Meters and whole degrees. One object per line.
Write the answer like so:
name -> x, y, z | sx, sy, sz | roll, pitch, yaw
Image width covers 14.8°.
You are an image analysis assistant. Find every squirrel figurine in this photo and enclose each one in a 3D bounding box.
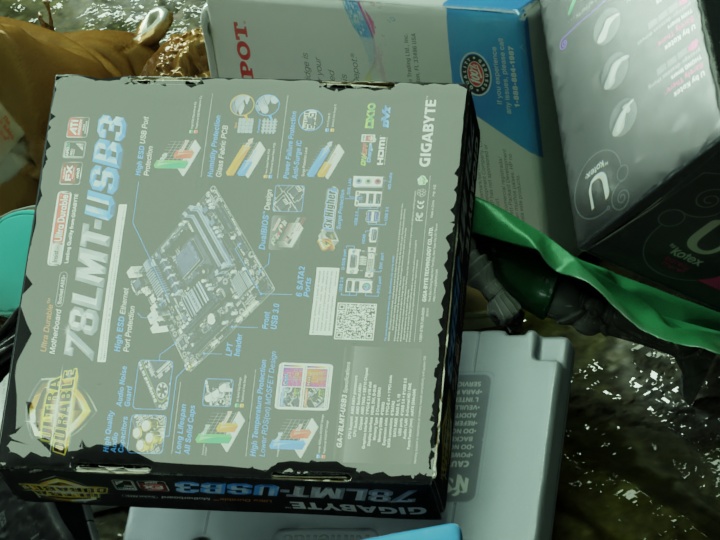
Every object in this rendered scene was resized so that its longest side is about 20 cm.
squirrel figurine -> -0.148, -0.086, 1.585 | 0.199, 0.142, 0.187 | 12, 16, 23

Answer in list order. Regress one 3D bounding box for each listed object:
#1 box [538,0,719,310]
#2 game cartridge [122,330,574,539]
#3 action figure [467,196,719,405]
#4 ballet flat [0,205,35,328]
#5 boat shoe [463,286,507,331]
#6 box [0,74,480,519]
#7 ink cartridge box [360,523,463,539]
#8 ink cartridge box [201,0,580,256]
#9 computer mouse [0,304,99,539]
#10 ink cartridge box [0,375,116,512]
box -> 0.167, -0.094, 1.325 | 0.106, 0.122, 0.201 | -39, 42, 37
game cartridge -> -0.006, 0.092, 1.271 | 0.199, 0.042, 0.134 | -1, 61, 19
action figure -> 0.075, 0.001, 1.314 | 0.199, 0.055, 0.118 | 27, 0, 5
ballet flat -> -0.186, 0.005, 1.483 | 0.200, 0.064, 0.068 | -6, 71, 46
boat shoe -> 0.000, 0.000, 1.360 | 0.200, 0.067, 0.074 | 3, -4, -42
box -> -0.052, 0.009, 1.252 | 0.198, 0.050, 0.201 | 0, 65, 10
ink cartridge box -> -0.048, 0.191, 1.124 | 0.199, 0.085, 0.145 | -10, 30, 7
ink cartridge box -> 0.026, -0.087, 1.472 | 0.199, 0.145, 0.085 | 7, 27, 32
computer mouse -> -0.137, 0.100, 1.287 | 0.140, 0.046, 0.200 | -40, 50, 11
ink cartridge box -> -0.144, 0.075, 1.397 | 0.199, 0.050, 0.109 | -15, 30, 3
